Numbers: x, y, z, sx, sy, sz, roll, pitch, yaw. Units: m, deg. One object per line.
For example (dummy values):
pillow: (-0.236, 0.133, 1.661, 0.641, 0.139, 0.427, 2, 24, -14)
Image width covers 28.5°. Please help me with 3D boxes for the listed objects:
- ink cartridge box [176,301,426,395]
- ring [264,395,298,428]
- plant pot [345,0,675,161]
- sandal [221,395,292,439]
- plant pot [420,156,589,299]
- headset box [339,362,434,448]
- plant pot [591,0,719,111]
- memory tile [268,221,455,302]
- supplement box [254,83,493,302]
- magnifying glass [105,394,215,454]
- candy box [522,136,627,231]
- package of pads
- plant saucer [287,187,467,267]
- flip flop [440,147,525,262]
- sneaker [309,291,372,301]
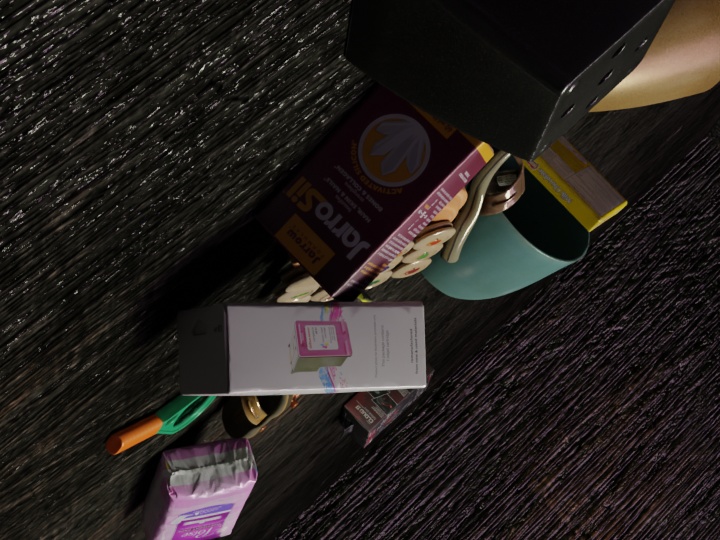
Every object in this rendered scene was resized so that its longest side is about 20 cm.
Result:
ink cartridge box: (-0.059, 0.074, 1.329, 0.199, 0.085, 0.144, 2, 174, -24)
ring: (-0.094, 0.170, 2.084, 0.200, 0.019, 0.200, -43, 170, -10)
plant pot: (0.124, -0.205, 1.081, 0.200, 0.177, 0.200, -41, 168, -16)
sandal: (-0.137, 0.155, 1.759, 0.054, 0.080, 0.200, -9, 153, -35)
plant pot: (0.150, -0.058, 1.712, 0.161, 0.201, 0.200, -36, 176, 33)
headset box: (0.042, 0.253, 2.747, 0.200, 0.075, 0.149, -42, 169, -16)
plant pot: (0.260, -0.244, 1.508, 0.200, 0.187, 0.186, -25, 162, -24)
memory tile: (0.000, 0.000, 1.524, 0.199, 0.017, 0.153, -17, 167, -18)
supplement box: (0.014, -0.079, 1.313, 0.200, 0.110, 0.086, -46, 169, 4)
magnifying glass: (-0.222, 0.166, 1.595, 0.080, 0.022, 0.200, -50, 170, 25)
candy box: (0.218, -0.133, 1.638, 0.026, 0.200, 0.102, -49, 168, 32)
package of pads: (-0.213, 0.291, 1.842, 0.120, 0.076, 0.200, -5, 152, -20)
plant saucer: (0.021, -0.042, 1.491, 0.200, 0.032, 0.200, -21, 167, -5)
flip flop: (0.145, -0.085, 1.547, 0.081, 0.057, 0.200, -68, -177, -59)
sneaker: (-0.042, 0.051, 1.681, 0.085, 0.074, 0.200, -46, 169, 10)
